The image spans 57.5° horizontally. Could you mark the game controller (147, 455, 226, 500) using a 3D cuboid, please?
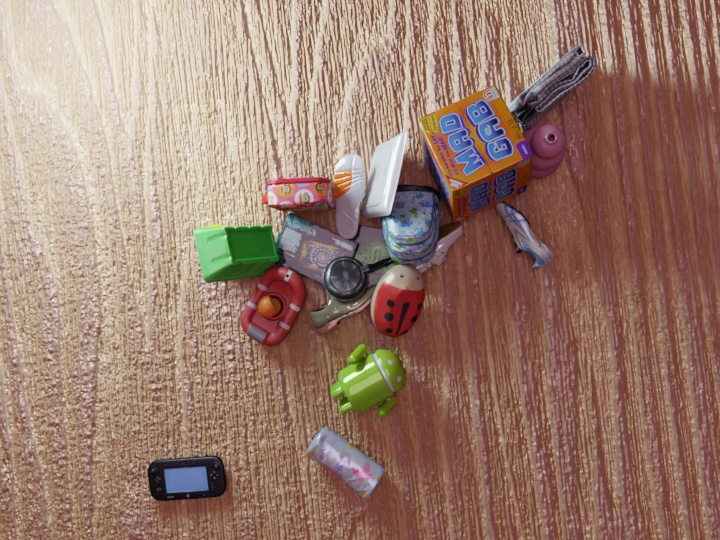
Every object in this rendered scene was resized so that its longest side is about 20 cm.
[{"bbox_3d":[-0.439,0.527,1.664,0.197,0.042,0.106,-5,86,4],"label":"game controller"}]

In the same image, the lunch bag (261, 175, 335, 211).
[{"bbox_3d":[-0.154,-0.182,1.609,0.174,0.200,0.083,-4,91,3],"label":"lunch bag"}]

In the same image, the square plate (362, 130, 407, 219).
[{"bbox_3d":[0.053,-0.230,1.601,0.028,0.198,0.203,13,88,-16],"label":"square plate"}]

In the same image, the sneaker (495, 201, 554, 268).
[{"bbox_3d":[0.398,-0.091,1.636,0.072,0.072,0.201,-39,82,9],"label":"sneaker"}]

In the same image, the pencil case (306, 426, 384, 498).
[{"bbox_3d":[-0.038,0.474,1.622,0.199,0.083,0.091,34,83,4],"label":"pencil case"}]

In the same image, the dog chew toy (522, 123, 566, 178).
[{"bbox_3d":[0.437,-0.294,1.578,0.123,0.200,0.126,0,86,3],"label":"dog chew toy"}]

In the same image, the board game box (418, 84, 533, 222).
[{"bbox_3d":[0.271,-0.272,1.566,0.198,0.200,0.202,-23,71,2],"label":"board game box"}]

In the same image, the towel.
[{"bbox_3d":[0.465,-0.440,1.604,0.200,0.166,0.086,-41,91,1],"label":"towel"}]

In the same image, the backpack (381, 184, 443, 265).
[{"bbox_3d":[0.121,-0.111,1.591,0.161,0.154,0.203,3,72,3],"label":"backpack"}]

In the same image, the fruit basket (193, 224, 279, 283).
[{"bbox_3d":[-0.333,-0.050,1.636,0.213,0.216,0.158,-14,85,3],"label":"fruit basket"}]

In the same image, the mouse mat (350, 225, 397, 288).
[{"bbox_3d":[0.055,-0.026,1.683,0.197,0.008,0.163,9,87,3],"label":"mouse mat"}]

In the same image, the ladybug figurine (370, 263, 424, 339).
[{"bbox_3d":[0.096,0.084,1.609,0.134,0.072,0.202,3,115,-19],"label":"ladybug figurine"}]

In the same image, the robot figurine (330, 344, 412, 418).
[{"bbox_3d":[0.024,0.271,1.613,0.198,0.116,0.177,-29,95,0],"label":"robot figurine"}]

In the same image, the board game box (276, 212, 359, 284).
[{"bbox_3d":[-0.118,-0.047,1.681,0.198,0.028,0.137,24,88,7],"label":"board game box"}]

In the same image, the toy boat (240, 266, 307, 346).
[{"bbox_3d":[-0.219,0.087,1.631,0.129,0.131,0.202,29,89,4],"label":"toy boat"}]

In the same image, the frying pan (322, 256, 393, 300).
[{"bbox_3d":[-0.001,0.017,1.631,0.187,0.031,0.117,-1,72,0],"label":"frying pan"}]

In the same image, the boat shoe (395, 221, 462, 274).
[{"bbox_3d":[0.182,-0.044,1.650,0.199,0.071,0.070,-37,111,2],"label":"boat shoe"}]

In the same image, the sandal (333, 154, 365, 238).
[{"bbox_3d":[-0.025,-0.187,1.653,0.078,0.059,0.210,9,103,21],"label":"sandal"}]

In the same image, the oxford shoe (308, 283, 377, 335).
[{"bbox_3d":[-0.039,0.082,1.646,0.199,0.070,0.075,-33,93,1],"label":"oxford shoe"}]
